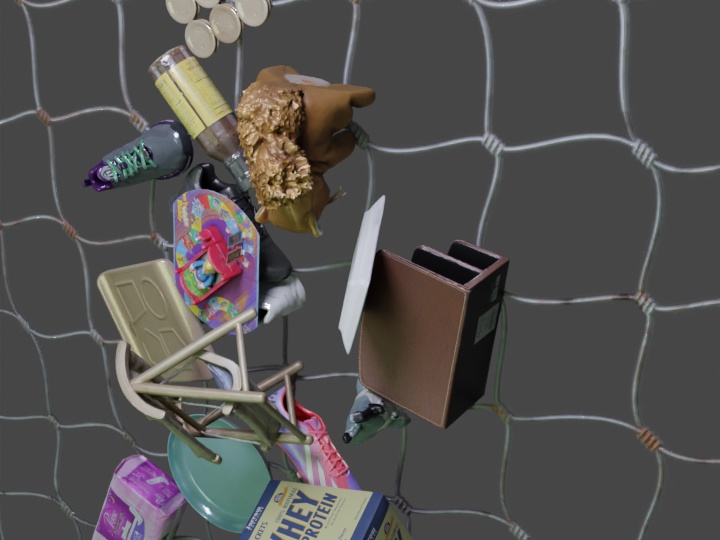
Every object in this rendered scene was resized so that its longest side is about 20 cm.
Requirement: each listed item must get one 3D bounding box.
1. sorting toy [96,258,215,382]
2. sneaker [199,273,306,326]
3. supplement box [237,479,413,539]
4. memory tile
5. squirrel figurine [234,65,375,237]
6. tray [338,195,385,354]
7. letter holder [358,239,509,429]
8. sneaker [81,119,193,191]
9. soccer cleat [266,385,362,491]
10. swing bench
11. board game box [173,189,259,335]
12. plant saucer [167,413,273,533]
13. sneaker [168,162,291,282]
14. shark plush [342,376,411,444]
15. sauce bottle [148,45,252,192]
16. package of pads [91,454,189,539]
[{"bbox_3d":[-0.288,0.074,1.894,0.200,0.036,0.186,-11,106,51],"label":"sorting toy"},{"bbox_3d":[-0.171,0.045,1.786,0.200,0.080,0.071,-9,108,39],"label":"sneaker"},{"bbox_3d":[-0.034,0.406,1.789,0.199,0.135,0.200,0,136,35],"label":"supplement box"},{"bbox_3d":[-0.202,-0.375,1.639,0.153,0.017,0.201,-23,98,40],"label":"memory tile"},{"bbox_3d":[-0.086,-0.131,1.556,0.141,0.200,0.188,16,109,20],"label":"squirrel figurine"},{"bbox_3d":[0.000,0.000,1.570,0.022,0.200,0.108,13,124,-1],"label":"tray"},{"bbox_3d":[0.083,0.065,1.603,0.142,0.100,0.201,24,124,26],"label":"letter holder"},{"bbox_3d":[-0.297,-0.140,1.751,0.200,0.087,0.075,-19,99,54],"label":"sneaker"},{"bbox_3d":[-0.062,0.248,1.823,0.200,0.067,0.077,46,116,6],"label":"soccer cleat"},{"bbox_3d":[-0.190,0.164,1.724,0.199,0.199,0.130,-15,62,12],"label":"swing bench"},{"bbox_3d":[-0.202,-0.005,1.710,0.158,0.039,0.201,23,122,33],"label":"board game box"},{"bbox_3d":[-0.204,0.300,1.970,0.199,0.027,0.201,16,122,29],"label":"plant saucer"},{"bbox_3d":[-0.166,-0.062,1.736,0.200,0.076,0.091,39,123,11],"label":"sneaker"},{"bbox_3d":[0.012,0.196,1.675,0.083,0.200,0.091,-44,94,-1],"label":"shark plush"},{"bbox_3d":[-0.194,-0.192,1.692,0.065,0.065,0.200,-32,93,41],"label":"sauce bottle"},{"bbox_3d":[-0.354,0.399,2.093,0.120,0.076,0.200,35,128,15],"label":"package of pads"}]
